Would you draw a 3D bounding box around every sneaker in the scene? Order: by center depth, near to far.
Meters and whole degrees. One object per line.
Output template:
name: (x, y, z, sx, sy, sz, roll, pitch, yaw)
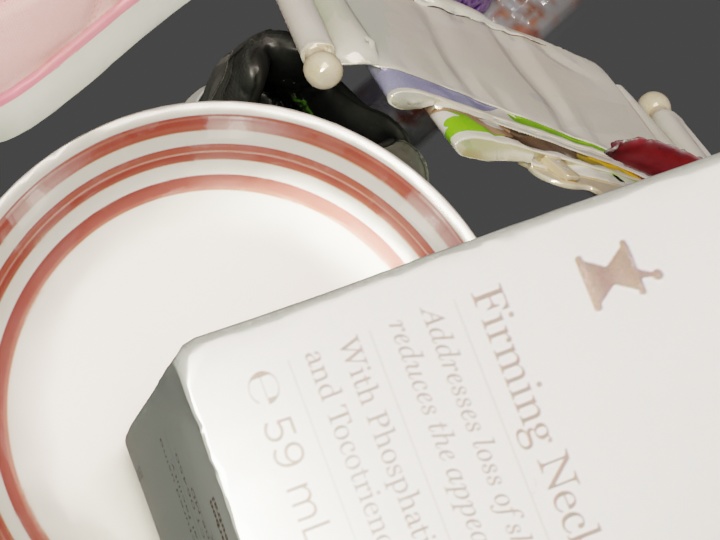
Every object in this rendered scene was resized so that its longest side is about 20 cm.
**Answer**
sneaker: (0.000, 0.000, 0.924, 0.066, 0.091, 0.201, -26, 74, -21)
sneaker: (-0.092, -0.146, 0.945, 0.200, 0.075, 0.105, -43, 122, -15)

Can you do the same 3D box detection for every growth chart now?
growth chart: (0.054, -0.062, 0.945, 0.199, 0.018, 0.145, 21, 23, -19)

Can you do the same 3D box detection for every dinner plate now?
dinner plate: (-0.043, 0.044, 0.866, 0.198, 0.024, 0.202, 2, 80, -9)

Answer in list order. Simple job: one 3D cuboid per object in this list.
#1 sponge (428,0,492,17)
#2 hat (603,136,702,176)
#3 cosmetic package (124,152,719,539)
sponge: (0.004, -0.202, 1.006, 0.030, 0.112, 0.201, -23, 73, -20)
hat: (0.182, 0.024, 0.929, 0.175, 0.166, 0.201, -22, 91, -8)
cosmetic package: (0.054, 0.080, 0.778, 0.199, 0.166, 0.168, -20, 82, -13)
